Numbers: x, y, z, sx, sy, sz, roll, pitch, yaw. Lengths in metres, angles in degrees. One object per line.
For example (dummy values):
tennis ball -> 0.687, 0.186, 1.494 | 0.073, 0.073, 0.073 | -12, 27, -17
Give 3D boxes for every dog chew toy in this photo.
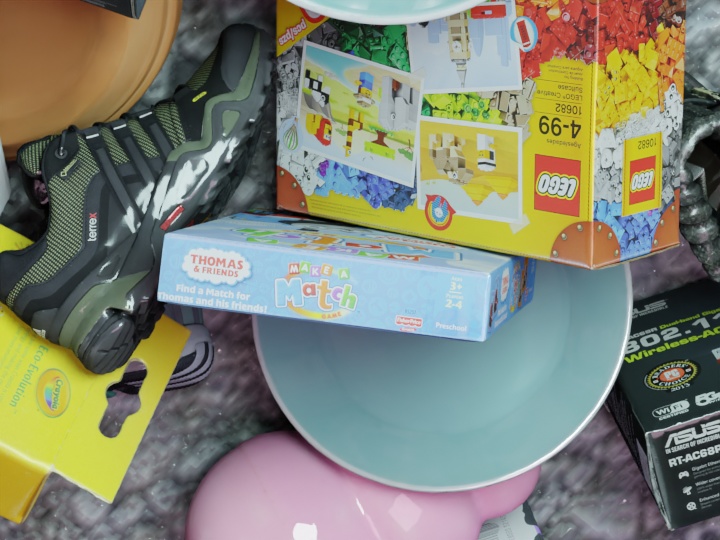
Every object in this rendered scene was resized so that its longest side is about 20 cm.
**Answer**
dog chew toy -> 0.009, 0.124, 1.412 | 0.200, 0.125, 0.125 | -27, 113, -5

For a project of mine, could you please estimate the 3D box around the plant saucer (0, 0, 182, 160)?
plant saucer -> -0.188, -0.138, 1.297 | 0.199, 0.038, 0.201 | 1, 122, 2

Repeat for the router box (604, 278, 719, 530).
router box -> 0.231, 0.050, 1.393 | 0.199, 0.150, 0.062 | -17, 113, -1

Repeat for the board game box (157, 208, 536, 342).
board game box -> 0.000, 0.000, 1.268 | 0.151, 0.200, 0.037 | 7, 97, 9

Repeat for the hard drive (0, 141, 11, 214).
hard drive -> -0.243, -0.107, 1.255 | 0.131, 0.026, 0.200 | 12, 144, 11

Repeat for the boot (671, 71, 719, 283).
boot -> 0.131, -0.078, 1.323 | 0.211, 0.158, 0.080 | 28, 105, -17

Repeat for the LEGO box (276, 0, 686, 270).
LEGO box -> 0.056, -0.092, 1.275 | 0.077, 0.200, 0.150 | -14, 109, -47

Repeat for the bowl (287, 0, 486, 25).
bowl -> 0.017, -0.221, 1.181 | 0.200, 0.105, 0.202 | 7, 116, 14

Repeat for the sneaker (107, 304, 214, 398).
sneaker -> -0.177, 0.029, 1.387 | 0.199, 0.074, 0.088 | -9, 78, 5

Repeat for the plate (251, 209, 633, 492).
plate -> 0.043, 0.018, 1.374 | 0.199, 0.026, 0.201 | -2, 75, 7

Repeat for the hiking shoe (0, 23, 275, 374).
hiking shoe -> -0.114, -0.053, 1.283 | 0.100, 0.076, 0.200 | 27, 63, 3

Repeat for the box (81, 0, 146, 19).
box -> -0.169, -0.225, 1.225 | 0.199, 0.044, 0.161 | 20, 80, 0

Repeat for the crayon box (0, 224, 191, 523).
crayon box -> -0.195, 0.036, 1.276 | 0.200, 0.127, 0.051 | 28, 135, -5

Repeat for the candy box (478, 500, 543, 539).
candy box -> 0.096, 0.245, 1.425 | 0.071, 0.200, 0.168 | -18, 113, 0
